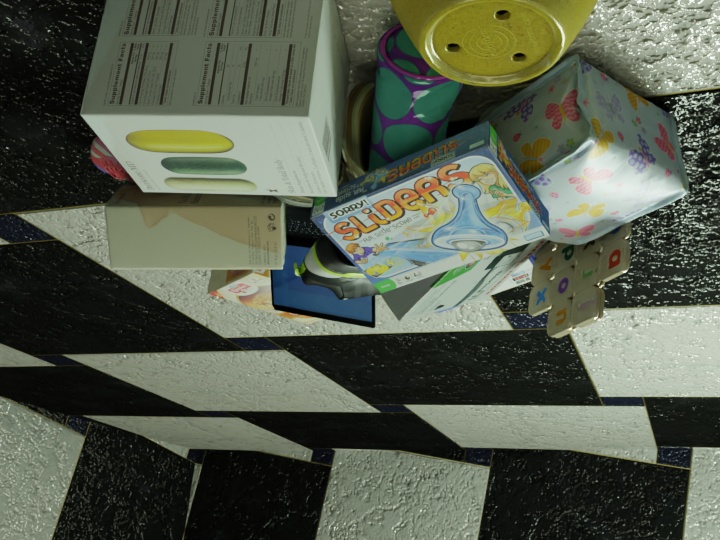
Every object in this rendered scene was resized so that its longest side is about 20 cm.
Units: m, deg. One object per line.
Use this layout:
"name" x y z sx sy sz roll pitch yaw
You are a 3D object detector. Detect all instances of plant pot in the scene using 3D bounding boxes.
"plant pot" 0.095 -0.221 0.592 0.198 0.143 0.200 5 158 2

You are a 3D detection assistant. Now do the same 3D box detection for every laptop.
"laptop" -0.080 -0.013 1.124 0.176 0.104 0.200 8 162 27

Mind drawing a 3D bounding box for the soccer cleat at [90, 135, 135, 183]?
"soccer cleat" -0.271 -0.131 0.989 0.199 0.077 0.066 -5 159 45

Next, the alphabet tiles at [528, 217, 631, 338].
"alphabet tiles" 0.259 -0.024 0.979 0.014 0.202 0.196 17 156 -15

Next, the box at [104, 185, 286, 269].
"box" -0.187 -0.051 0.967 0.198 0.079 0.095 0 -159 -3

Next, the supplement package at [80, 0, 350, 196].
"supplement package" -0.122 -0.168 0.768 0.198 0.152 0.152 2 160 9

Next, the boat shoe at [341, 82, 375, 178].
"boat shoe" 0.002 -0.148 0.918 0.063 0.073 0.201 32 171 16

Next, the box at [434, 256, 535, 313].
"box" 0.179 0.002 1.229 0.198 0.042 0.119 -19 154 19

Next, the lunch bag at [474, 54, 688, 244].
"lunch bag" 0.208 -0.111 0.877 0.168 0.128 0.200 17 147 -33

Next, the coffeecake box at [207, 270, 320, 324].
"coffeecake box" -0.125 0.017 1.361 0.199 0.074 0.153 20 156 -31

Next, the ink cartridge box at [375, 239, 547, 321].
"ink cartridge box" 0.125 -0.025 1.011 0.199 0.083 0.147 -11 150 -49

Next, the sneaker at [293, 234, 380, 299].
"sneaker" 0.000 0.000 1.056 0.199 0.072 0.083 16 138 -40

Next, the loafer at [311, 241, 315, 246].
"loafer" 0.012 -0.025 1.241 0.199 0.069 0.070 11 -179 -30

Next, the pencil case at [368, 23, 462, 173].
"pencil case" 0.055 -0.139 0.819 0.091 0.086 0.201 8 141 5

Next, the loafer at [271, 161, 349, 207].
"loafer" -0.102 -0.137 0.915 0.198 0.076 0.070 24 149 -5

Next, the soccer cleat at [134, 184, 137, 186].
"soccer cleat" -0.191 -0.099 1.046 0.198 0.069 0.085 -7 -165 0

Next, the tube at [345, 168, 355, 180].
"tube" -0.055 -0.091 1.104 0.199 0.052 0.058 -13 113 52

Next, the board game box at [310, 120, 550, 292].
"board game box" 0.069 -0.055 0.823 0.199 0.035 0.135 -20 133 29
